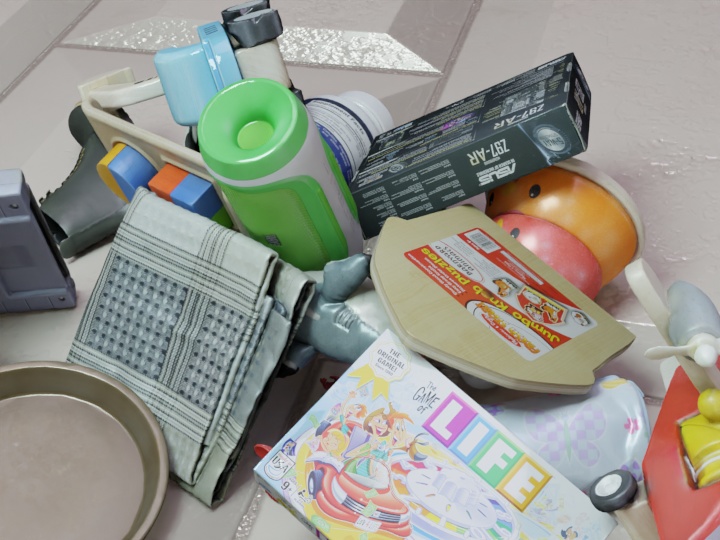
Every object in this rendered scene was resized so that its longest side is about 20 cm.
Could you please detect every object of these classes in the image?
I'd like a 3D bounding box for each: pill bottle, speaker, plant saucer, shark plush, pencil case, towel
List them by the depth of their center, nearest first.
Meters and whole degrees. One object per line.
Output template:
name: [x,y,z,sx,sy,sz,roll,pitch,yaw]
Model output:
pencil case: [0.107,0.128,0.894,0.200,0.083,0.091,-5,60,-2]
plant saucer: [-0.239,0.153,0.905,0.200,0.029,0.200,3,51,-3]
shark plush: [-0.051,0.042,0.942,0.200,0.091,0.083,-1,69,8]
speaker: [-0.056,-0.057,0.943,0.088,0.200,0.089,-6,60,11]
towel: [-0.143,0.052,0.957,0.200,0.193,0.035,26,4,33]
pill bottle: [-0.047,-0.101,1.184,0.111,0.111,0.200,15,32,24]

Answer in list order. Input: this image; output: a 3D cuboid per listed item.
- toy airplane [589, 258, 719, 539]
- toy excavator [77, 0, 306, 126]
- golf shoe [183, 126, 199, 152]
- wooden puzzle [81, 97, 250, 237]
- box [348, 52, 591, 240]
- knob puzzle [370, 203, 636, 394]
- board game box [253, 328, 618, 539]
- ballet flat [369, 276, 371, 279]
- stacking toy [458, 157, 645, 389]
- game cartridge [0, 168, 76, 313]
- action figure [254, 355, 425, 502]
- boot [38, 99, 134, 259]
toy airplane: [0.243,0.096,0.805,0.141,0.200,0.200,-20,-20,39]
toy excavator: [-0.167,-0.180,1.170,0.200,0.100,0.194,-17,20,-5]
golf shoe: [-0.140,-0.128,1.251,0.072,0.092,0.200,-14,36,-1]
wooden puzzle: [-0.154,-0.046,1.079,0.200,0.185,0.046,30,67,35]
box: [0.094,-0.109,1.058,0.200,0.044,0.160,-22,19,19]
knob puzzle: [0.086,0.030,0.911,0.219,0.030,0.220,20,32,-13]
board game box: [0.047,0.152,0.819,0.200,0.034,0.134,39,71,15]
ballet flat: [0.000,0.000,1.077,0.200,0.046,0.067,10,32,42]
stacking toy: [0.138,0.014,1.033,0.146,0.146,0.200,16,57,25]
game cartridge: [-0.322,-0.015,1.041,0.129,0.200,0.038,-10,63,-4]
action figure: [-0.022,0.088,0.977,0.099,0.065,0.200,24,47,34]
boot: [-0.281,-0.098,1.246,0.138,0.078,0.200,-30,43,-23]
